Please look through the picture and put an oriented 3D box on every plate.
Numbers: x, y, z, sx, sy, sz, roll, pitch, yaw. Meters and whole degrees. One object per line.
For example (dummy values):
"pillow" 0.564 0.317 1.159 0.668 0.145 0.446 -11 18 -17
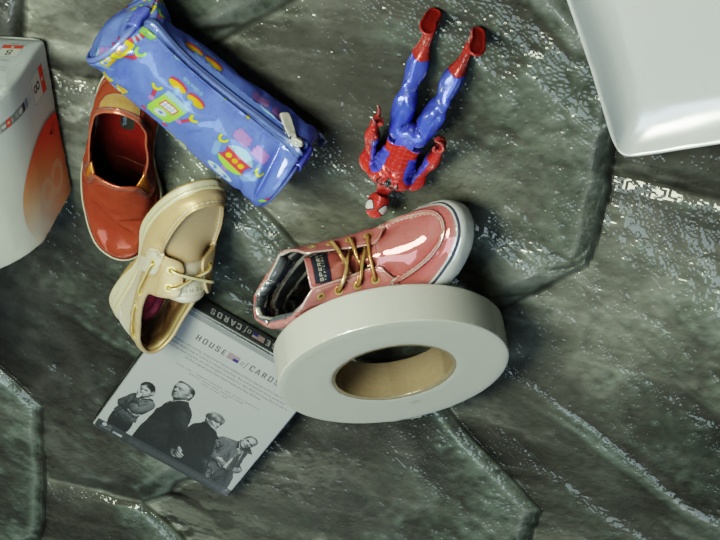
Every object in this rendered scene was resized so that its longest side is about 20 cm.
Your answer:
"plate" 0.263 -0.182 1.543 0.200 0.032 0.200 -8 127 22

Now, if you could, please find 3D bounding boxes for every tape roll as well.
"tape roll" 0.026 0.073 1.766 0.203 0.037 0.203 -7 153 -4

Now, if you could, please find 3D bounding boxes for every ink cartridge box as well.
"ink cartridge box" -0.296 -0.071 1.689 0.050 0.200 0.162 4 131 10

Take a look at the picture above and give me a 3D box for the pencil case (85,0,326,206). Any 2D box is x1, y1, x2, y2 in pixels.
"pencil case" -0.122 -0.136 1.663 0.200 0.078 0.087 40 146 -18

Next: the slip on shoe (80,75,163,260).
"slip on shoe" -0.203 -0.082 1.747 0.074 0.061 0.200 14 133 3

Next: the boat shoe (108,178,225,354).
"boat shoe" -0.155 0.000 1.781 0.074 0.069 0.200 -10 150 -31

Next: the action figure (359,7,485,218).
"action figure" 0.040 -0.115 1.658 0.065 0.052 0.200 19 135 -4

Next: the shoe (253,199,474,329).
"shoe" 0.000 0.000 1.726 0.091 0.071 0.200 5 151 -44

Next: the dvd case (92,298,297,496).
"dvd case" -0.142 0.117 1.923 0.150 0.025 0.200 30 130 -10
